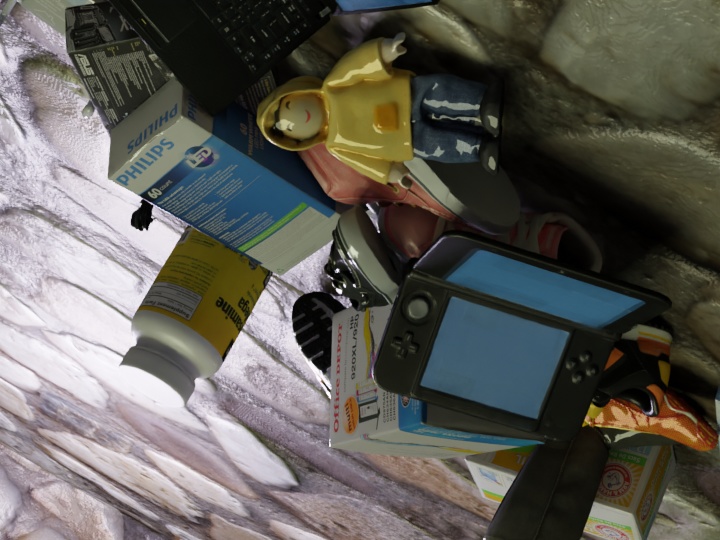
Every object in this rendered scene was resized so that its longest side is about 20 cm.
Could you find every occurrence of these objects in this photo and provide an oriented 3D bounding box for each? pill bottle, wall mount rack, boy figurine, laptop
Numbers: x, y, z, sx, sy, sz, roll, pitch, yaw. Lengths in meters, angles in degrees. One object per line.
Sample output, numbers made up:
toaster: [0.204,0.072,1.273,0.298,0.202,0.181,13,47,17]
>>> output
pill bottle: [-0.183,0.045,1.520,0.112,0.201,0.113,23,156,11]
wall mount rack: [-0.254,-0.224,1.231,0.199,0.075,0.173,35,141,-16]
boy figurine: [0.014,-0.126,1.077,0.198,0.065,0.126,7,118,7]
laptop: [-0.075,-0.215,1.016,0.177,0.199,0.103,48,-175,-37]

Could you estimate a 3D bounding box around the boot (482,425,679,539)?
boot: [0.236,0.214,1.398,0.180,0.201,0.073,7,146,39]

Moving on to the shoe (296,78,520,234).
shoe: [0.037,-0.083,1.171,0.199,0.072,0.091,36,137,-4]

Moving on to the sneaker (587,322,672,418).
sneaker: [0.197,0.087,1.252,0.198,0.091,0.070,8,166,-20]

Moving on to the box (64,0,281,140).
box: [-0.149,-0.158,1.183,0.156,0.050,0.201,-11,148,3]

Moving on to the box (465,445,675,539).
box: [0.232,0.212,1.509,0.198,0.113,0.102,14,153,27]

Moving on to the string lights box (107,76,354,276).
string lights box: [-0.109,-0.079,1.188,0.102,0.059,0.199,-32,133,32]

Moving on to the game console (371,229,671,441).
game console: [0.129,0.060,1.150,0.198,0.178,0.117,17,-166,-9]

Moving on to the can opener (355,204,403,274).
can opener: [0.004,-0.063,1.285,0.052,0.067,0.201,6,143,42]

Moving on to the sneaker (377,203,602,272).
sneaker: [0.120,-0.030,1.196,0.199,0.076,0.105,22,159,-13]

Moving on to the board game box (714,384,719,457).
board game box: [0.425,0.181,1.334,0.150,0.037,0.201,16,152,27]

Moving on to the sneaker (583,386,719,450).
sneaker: [0.256,0.130,1.352,0.199,0.078,0.073,27,-176,14]

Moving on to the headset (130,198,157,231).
headset: [-0.136,-0.082,1.354,0.198,0.095,0.124,-2,143,30]

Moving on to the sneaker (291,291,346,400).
sneaker: [-0.023,0.117,1.558,0.201,0.073,0.080,61,163,20]

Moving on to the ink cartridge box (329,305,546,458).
ink cartridge box: [0.074,0.102,1.370,0.143,0.149,0.200,10,163,-25]

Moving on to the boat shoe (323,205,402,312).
boat shoe: [0.000,0.000,1.212,0.200,0.056,0.069,52,-165,-72]
